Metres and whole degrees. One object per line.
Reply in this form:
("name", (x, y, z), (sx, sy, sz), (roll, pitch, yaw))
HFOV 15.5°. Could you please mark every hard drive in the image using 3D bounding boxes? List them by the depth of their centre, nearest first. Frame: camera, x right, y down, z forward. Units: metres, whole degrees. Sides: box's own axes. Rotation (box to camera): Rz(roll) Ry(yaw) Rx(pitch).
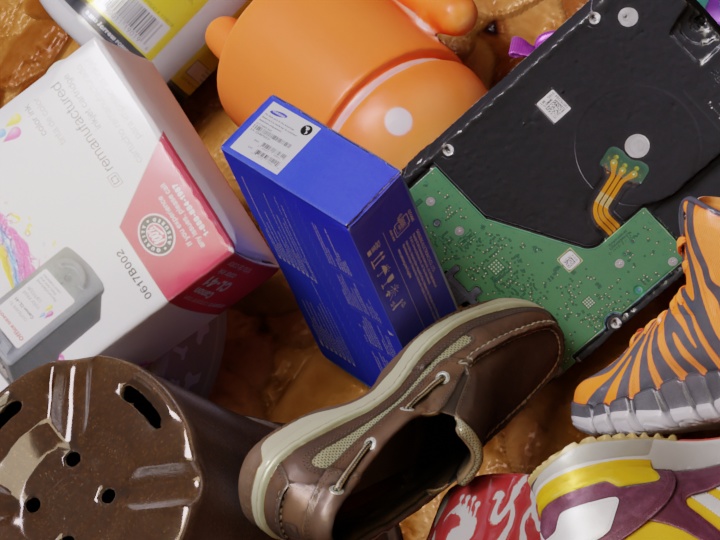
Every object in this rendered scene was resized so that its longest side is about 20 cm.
("hard drive", (0.122, -0.050, 1.382), (0.200, 0.038, 0.140), (-43, 100, 17))

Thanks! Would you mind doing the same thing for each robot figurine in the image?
("robot figurine", (-0.001, -0.096, 1.481), (0.144, 0.117, 0.200), (-33, 55, -18))

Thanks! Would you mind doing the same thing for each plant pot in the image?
("plant pot", (-0.105, 0.145, 1.383), (0.200, 0.198, 0.201), (-10, 65, 22))

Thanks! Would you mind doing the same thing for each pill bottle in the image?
("pill bottle", (-0.088, -0.198, 1.571), (0.200, 0.112, 0.112), (-46, 57, 2))

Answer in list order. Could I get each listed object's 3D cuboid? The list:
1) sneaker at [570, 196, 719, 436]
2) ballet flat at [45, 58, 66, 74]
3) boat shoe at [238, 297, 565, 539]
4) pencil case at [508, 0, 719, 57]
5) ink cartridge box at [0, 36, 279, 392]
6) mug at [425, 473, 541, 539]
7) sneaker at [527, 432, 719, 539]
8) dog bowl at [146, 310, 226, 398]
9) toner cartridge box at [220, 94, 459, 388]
("sneaker", (0.173, 0.022, 1.324), (0.200, 0.077, 0.112), (-18, 77, 55))
("ballet flat", (-0.157, -0.040, 1.566), (0.069, 0.069, 0.201), (-22, 61, 17))
("boat shoe", (0.038, 0.084, 1.325), (0.202, 0.075, 0.075), (-33, 37, -28))
("pencil case", (0.188, -0.126, 1.413), (0.200, 0.093, 0.085), (-27, 21, 15))
("ink cartridge box", (-0.167, -0.006, 1.421), (0.200, 0.086, 0.148), (-36, 77, 9))
("mug", (0.078, 0.223, 1.304), (0.133, 0.177, 0.200), (-17, 43, 41))
("sneaker", (0.180, 0.126, 1.282), (0.199, 0.075, 0.090), (-5, 65, -17))
("dog bowl", (-0.179, 0.026, 1.506), (0.199, 0.059, 0.201), (1, 92, 17))
("toner cartridge box", (0.000, 0.000, 1.388), (0.095, 0.200, 0.043), (34, 71, 33))
